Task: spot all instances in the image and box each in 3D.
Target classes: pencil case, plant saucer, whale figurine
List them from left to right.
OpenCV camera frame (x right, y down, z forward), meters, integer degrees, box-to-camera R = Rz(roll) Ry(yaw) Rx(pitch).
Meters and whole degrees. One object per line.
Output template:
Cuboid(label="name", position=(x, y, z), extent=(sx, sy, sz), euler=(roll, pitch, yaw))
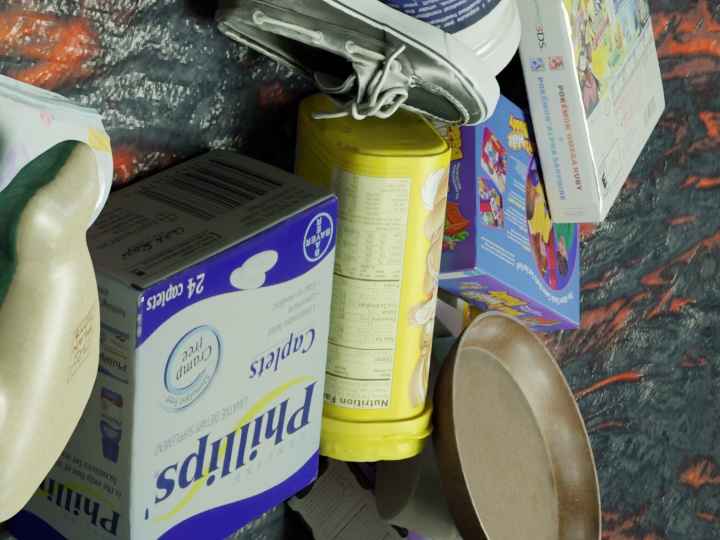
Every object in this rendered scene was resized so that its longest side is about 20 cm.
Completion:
Cuboid(label="pencil case", position=(-0.204, -0.070, 1.025), extent=(0.091, 0.083, 0.200), euler=(-58, 150, 2))
Cuboid(label="whale figurine", position=(-0.184, 0.026, 1.023), extent=(0.159, 0.103, 0.201), euler=(-60, 170, -56))
Cuboid(label="plant saucer", position=(0.100, 0.128, 1.395), extent=(0.200, 0.034, 0.201), euler=(36, 44, -46))

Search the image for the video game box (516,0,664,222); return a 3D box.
Cuboid(label="video game box", position=(0.168, -0.159, 1.525), extent=(0.200, 0.047, 0.183), euler=(-54, 138, -55))

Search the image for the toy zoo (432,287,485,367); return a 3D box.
Cuboid(label="toy zoo", position=(0.065, -0.026, 1.475), extent=(0.131, 0.020, 0.201), euler=(30, 59, -60))

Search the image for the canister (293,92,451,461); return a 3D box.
Cuboid(label="canister", position=(0.000, 0.000, 1.341), extent=(0.086, 0.149, 0.201), euler=(-1, 111, -16))

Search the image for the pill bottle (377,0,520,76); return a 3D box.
Cuboid(label="pill bottle", position=(0.035, -0.209, 1.296), extent=(0.116, 0.115, 0.200), euler=(-54, 146, -24))

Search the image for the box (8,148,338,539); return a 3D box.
Cuboid(label="box", position=(-0.109, 0.056, 1.235), extent=(0.184, 0.105, 0.201), euler=(-28, 131, -48))

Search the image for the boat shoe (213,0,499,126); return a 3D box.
Cuboid(label="boat shoe", position=(-0.001, -0.125, 1.260), extent=(0.199, 0.073, 0.068), euler=(31, 64, -34))

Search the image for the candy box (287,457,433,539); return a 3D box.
Cuboid(label="candy box", position=(0.071, 0.206, 1.518), extent=(0.072, 0.200, 0.167), euler=(-49, 161, 30))

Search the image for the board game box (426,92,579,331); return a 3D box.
Cuboid(label="board game box", position=(0.099, -0.043, 1.472), extent=(0.200, 0.045, 0.135), euler=(27, 61, -61))

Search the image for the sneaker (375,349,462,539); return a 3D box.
Cuboid(label="sneaker", position=(0.073, 0.121, 1.498), extent=(0.074, 0.115, 0.201), euler=(-43, -152, 38))
